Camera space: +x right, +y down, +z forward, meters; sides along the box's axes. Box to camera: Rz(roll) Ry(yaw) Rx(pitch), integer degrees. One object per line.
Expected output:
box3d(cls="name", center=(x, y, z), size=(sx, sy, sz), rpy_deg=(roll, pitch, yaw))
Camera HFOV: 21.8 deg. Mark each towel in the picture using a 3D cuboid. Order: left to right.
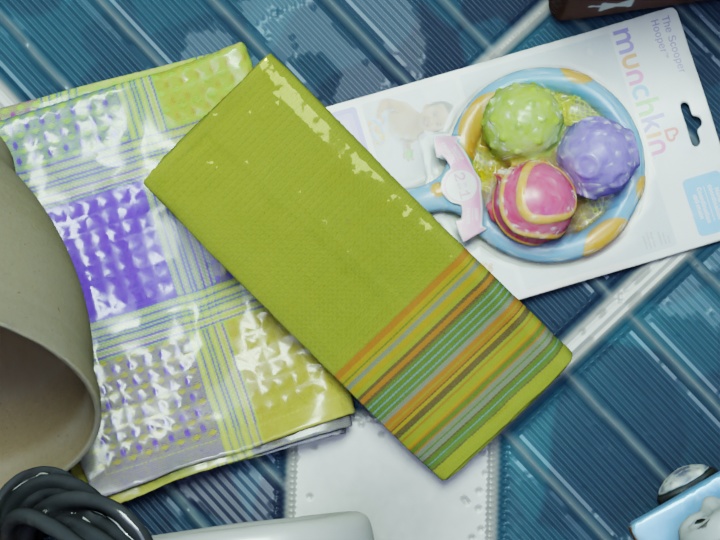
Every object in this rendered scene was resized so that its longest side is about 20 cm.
box3d(cls="towel", center=(-0.093, 0.002, 0.885), size=(0.144, 0.023, 0.200), rpy_deg=(-15, 84, 0))
box3d(cls="towel", center=(0.000, 0.000, 0.855), size=(0.086, 0.018, 0.200), rpy_deg=(-44, 98, 9))

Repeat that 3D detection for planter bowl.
box3d(cls="planter bowl", center=(-0.213, 0.006, 0.816), size=(0.200, 0.200, 0.135), rpy_deg=(-4, 58, 1))

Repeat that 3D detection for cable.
box3d(cls="cable", center=(-0.120, 0.183, 0.808), size=(0.051, 0.163, 0.200), rpy_deg=(-8, 71, -27))

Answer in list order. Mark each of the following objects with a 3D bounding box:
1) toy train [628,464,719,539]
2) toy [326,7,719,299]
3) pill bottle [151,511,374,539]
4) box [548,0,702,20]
box3d(cls="toy train", center=(0.193, 0.175, 0.815), size=(0.087, 0.114, 0.200), rpy_deg=(-29, 85, -2))
box3d(cls="toy", center=(0.072, -0.046, 0.874), size=(0.200, 0.047, 0.115), rpy_deg=(-17, 86, 0))
box3d(cls="pill bottle", center=(-0.038, 0.211, 0.817), size=(0.111, 0.111, 0.200), rpy_deg=(-7, 84, 0))
box3d(cls="box", center=(0.157, -0.236, 0.832), size=(0.164, 0.166, 0.200), rpy_deg=(-8, 84, 0))
